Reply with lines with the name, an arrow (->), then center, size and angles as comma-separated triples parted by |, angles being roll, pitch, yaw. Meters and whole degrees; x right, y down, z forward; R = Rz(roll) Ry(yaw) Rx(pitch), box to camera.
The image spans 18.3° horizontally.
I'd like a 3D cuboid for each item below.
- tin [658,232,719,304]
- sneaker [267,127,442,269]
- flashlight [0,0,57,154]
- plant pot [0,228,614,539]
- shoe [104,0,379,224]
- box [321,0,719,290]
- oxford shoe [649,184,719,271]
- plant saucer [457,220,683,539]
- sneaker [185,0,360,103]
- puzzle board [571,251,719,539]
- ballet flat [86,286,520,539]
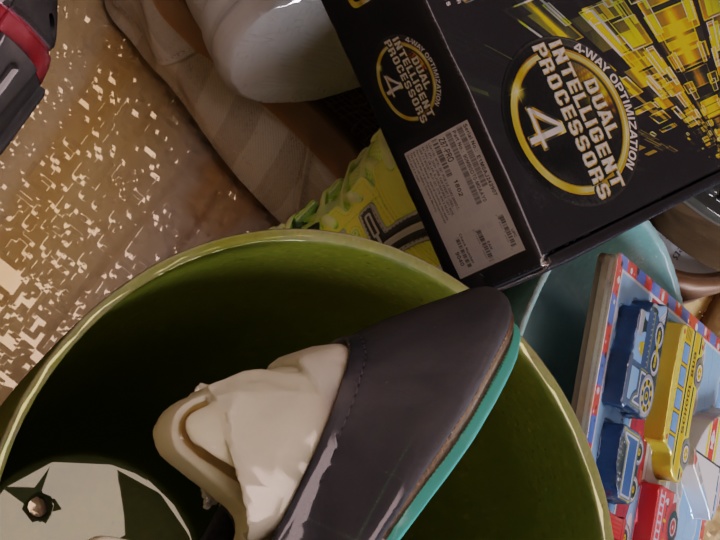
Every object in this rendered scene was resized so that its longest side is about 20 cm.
tin -> 0.090, -0.071, 0.866 | 0.200, 0.042, 0.112 | 42, 71, -15
sneaker -> 0.000, 0.000, 0.746 | 0.076, 0.075, 0.201 | 23, 107, -8
flashlight -> -0.097, -0.134, 0.762 | 0.067, 0.068, 0.201 | 28, 73, 16
plant pot -> -0.053, 0.097, 0.677 | 0.186, 0.200, 0.188 | 4, 80, -25
shoe -> -0.011, -0.049, 0.809 | 0.200, 0.053, 0.070 | 44, 45, -18
box -> 0.055, -0.109, 0.692 | 0.161, 0.049, 0.201 | -23, 88, -40
oxford shoe -> 0.119, -0.040, 0.801 | 0.200, 0.084, 0.073 | 35, 63, -35
plant saucer -> 0.068, 0.076, 0.786 | 0.200, 0.036, 0.201 | -21, 113, -61
sneaker -> 0.022, -0.109, 0.782 | 0.199, 0.075, 0.089 | -1, 48, -39
puzzle board -> 0.099, 0.109, 0.797 | 0.151, 0.017, 0.201 | 31, 68, -61
ballet flat -> -0.031, 0.072, 0.543 | 0.073, 0.073, 0.201 | 38, 70, -16
